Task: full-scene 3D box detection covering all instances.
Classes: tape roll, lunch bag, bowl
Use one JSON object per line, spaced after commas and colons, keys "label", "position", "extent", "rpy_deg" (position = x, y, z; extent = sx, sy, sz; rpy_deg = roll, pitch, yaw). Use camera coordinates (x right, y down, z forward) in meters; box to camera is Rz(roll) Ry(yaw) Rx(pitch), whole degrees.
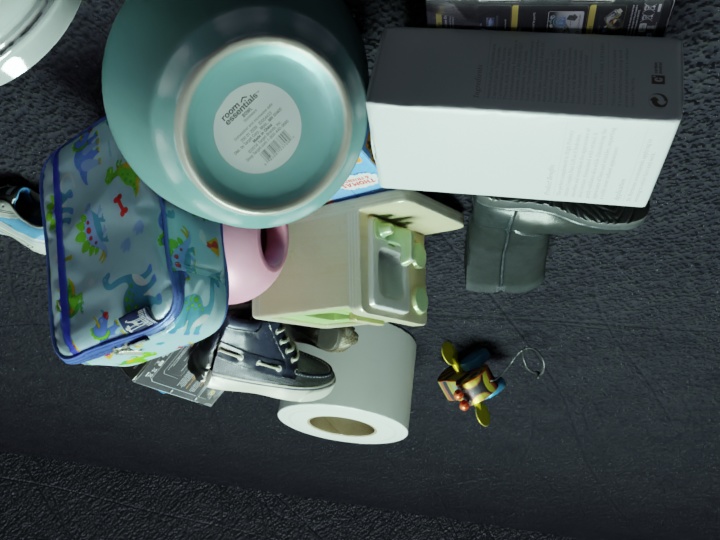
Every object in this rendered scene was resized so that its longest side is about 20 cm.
{"label": "tape roll", "position": [-0.018, 0.169, 1.159], "extent": [0.198, 0.142, 0.204], "rpy_deg": [7, 154, 3]}
{"label": "lunch bag", "position": [-0.196, -0.026, 0.642], "extent": [0.159, 0.204, 0.082], "rpy_deg": [-18, 162, 28]}
{"label": "bowl", "position": [-0.072, -0.110, 0.520], "extent": [0.197, 0.105, 0.204], "rpy_deg": [-8, 117, -16]}

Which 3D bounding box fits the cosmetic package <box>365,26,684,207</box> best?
{"label": "cosmetic package", "position": [0.108, -0.106, 0.528], "extent": [0.196, 0.075, 0.102], "rpy_deg": [7, 153, 10]}

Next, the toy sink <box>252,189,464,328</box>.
{"label": "toy sink", "position": [0.000, 0.000, 0.799], "extent": [0.197, 0.114, 0.130], "rpy_deg": [-9, 167, 33]}

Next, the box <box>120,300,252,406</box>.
{"label": "box", "position": [-0.173, 0.060, 0.918], "extent": [0.048, 0.201, 0.158], "rpy_deg": [40, -178, 31]}

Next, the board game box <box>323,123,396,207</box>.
{"label": "board game box", "position": [-0.070, -0.122, 0.698], "extent": [0.149, 0.037, 0.200], "rpy_deg": [-7, 149, 31]}

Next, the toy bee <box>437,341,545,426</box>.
{"label": "toy bee", "position": [0.161, 0.159, 1.119], "extent": [0.131, 0.108, 0.201], "rpy_deg": [50, 148, 16]}

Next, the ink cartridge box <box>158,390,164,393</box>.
{"label": "ink cartridge box", "position": [-0.261, 0.048, 0.960], "extent": [0.083, 0.145, 0.201], "rpy_deg": [31, 161, 20]}

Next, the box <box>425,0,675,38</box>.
{"label": "box", "position": [0.133, -0.145, 0.576], "extent": [0.158, 0.050, 0.201], "rpy_deg": [2, 153, 10]}

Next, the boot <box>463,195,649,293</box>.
{"label": "boot", "position": [0.185, -0.030, 0.771], "extent": [0.162, 0.067, 0.201], "rpy_deg": [13, 152, 12]}

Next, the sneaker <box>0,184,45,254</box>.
{"label": "sneaker", "position": [-0.422, -0.075, 0.887], "extent": [0.196, 0.072, 0.074], "rpy_deg": [15, 120, 2]}

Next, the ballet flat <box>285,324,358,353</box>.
{"label": "ballet flat", "position": [-0.060, 0.066, 0.992], "extent": [0.046, 0.069, 0.199], "rpy_deg": [8, -177, -33]}

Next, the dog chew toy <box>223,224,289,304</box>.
{"label": "dog chew toy", "position": [-0.171, -0.031, 0.736], "extent": [0.196, 0.127, 0.125], "rpy_deg": [0, 153, 20]}

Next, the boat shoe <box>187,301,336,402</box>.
{"label": "boat shoe", "position": [-0.099, 0.094, 0.904], "extent": [0.197, 0.094, 0.075], "rpy_deg": [10, -157, -39]}

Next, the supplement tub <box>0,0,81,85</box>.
{"label": "supplement tub", "position": [-0.274, -0.217, 0.443], "extent": [0.142, 0.148, 0.200], "rpy_deg": [-3, 152, 22]}
